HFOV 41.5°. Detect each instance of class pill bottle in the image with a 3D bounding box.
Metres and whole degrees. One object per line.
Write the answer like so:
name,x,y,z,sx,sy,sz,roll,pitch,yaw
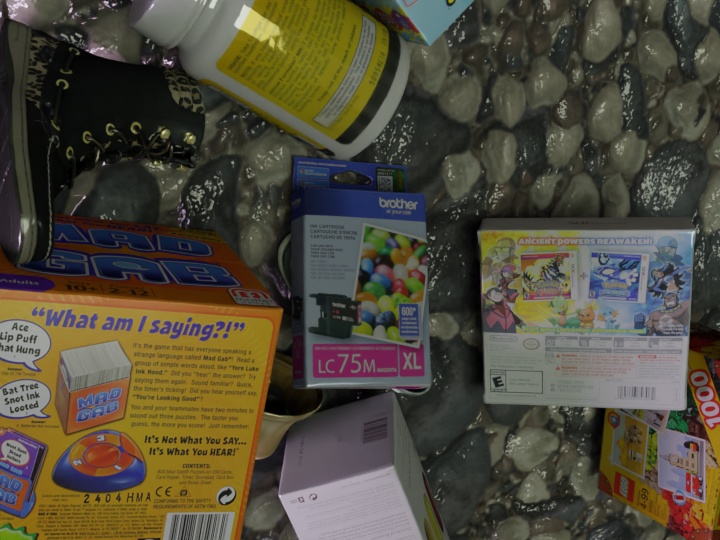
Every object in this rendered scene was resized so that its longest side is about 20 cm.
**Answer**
pill bottle,-0.069,-0.179,0.731,0.198,0.114,0.115,27,96,-29

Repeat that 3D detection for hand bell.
hand bell,-0.113,0.181,0.863,0.103,0.104,0.202,10,114,-26

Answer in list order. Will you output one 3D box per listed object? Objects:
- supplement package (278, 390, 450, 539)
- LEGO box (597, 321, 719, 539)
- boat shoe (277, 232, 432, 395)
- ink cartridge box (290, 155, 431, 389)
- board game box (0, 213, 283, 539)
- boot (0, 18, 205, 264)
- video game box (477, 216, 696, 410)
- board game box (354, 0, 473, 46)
supplement package,0.012,0.237,0.892,0.108,0.114,0.202,-16,116,10
LEGO box,0.337,0.160,0.996,0.076,0.148,0.203,-13,112,-35
boat shoe,0.002,0.041,0.866,0.073,0.062,0.200,-41,117,-2
ink cartridge box,0.000,0.000,0.821,0.118,0.042,0.203,2,79,-23
board game box,-0.195,0.082,0.716,0.197,0.200,0.203,6,106,-24
boot,-0.182,-0.089,0.679,0.152,0.206,0.074,7,140,-30
video game box,0.214,0.041,0.914,0.197,0.047,0.185,1,113,12
board game box,0.011,-0.289,0.734,0.105,0.103,0.200,-44,118,-4
